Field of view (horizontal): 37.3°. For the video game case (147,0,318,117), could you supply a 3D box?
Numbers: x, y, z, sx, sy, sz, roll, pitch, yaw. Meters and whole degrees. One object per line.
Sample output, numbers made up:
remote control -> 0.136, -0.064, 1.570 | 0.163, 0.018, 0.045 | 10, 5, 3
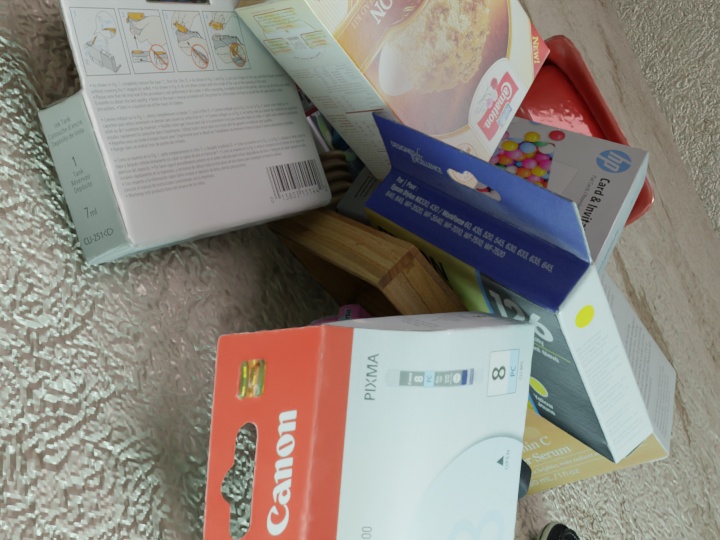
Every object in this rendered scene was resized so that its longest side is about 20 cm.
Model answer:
video game case -> -0.101, -0.151, 0.745 | 0.200, 0.017, 0.143 | -42, 117, -51

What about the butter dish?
butter dish -> 0.149, -0.096, 1.052 | 0.148, 0.200, 0.200 | -23, 84, -41

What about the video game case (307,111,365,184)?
video game case -> 0.010, -0.093, 0.985 | 0.200, 0.023, 0.182 | 60, 24, -3

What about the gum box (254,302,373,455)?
gum box -> 0.020, 0.129, 0.710 | 0.200, 0.066, 0.114 | 50, 27, -22

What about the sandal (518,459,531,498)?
sandal -> 0.069, 0.113, 0.816 | 0.200, 0.076, 0.043 | 53, 43, -42

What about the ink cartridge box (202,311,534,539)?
ink cartridge box -> 0.010, 0.108, 0.576 | 0.200, 0.047, 0.161 | -2, 100, -43

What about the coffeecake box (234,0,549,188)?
coffeecake box -> 0.031, -0.168, 0.751 | 0.200, 0.073, 0.154 | 47, 62, -35

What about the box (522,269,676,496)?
box -> 0.151, 0.075, 0.908 | 0.200, 0.152, 0.106 | 51, 36, -20

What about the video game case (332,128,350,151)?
video game case -> 0.033, -0.207, 0.955 | 0.018, 0.143, 0.200 | 39, 31, -29

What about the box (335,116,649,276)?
box -> 0.103, -0.058, 0.831 | 0.156, 0.199, 0.041 | -56, 156, -35

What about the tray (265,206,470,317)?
tray -> 0.010, 0.008, 0.726 | 0.099, 0.037, 0.200 | 49, -10, -25

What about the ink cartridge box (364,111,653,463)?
ink cartridge box -> 0.084, 0.011, 0.690 | 0.198, 0.047, 0.200 | 33, -21, 50

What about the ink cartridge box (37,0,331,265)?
ink cartridge box -> -0.111, -0.108, 0.664 | 0.200, 0.045, 0.177 | -18, 92, -56

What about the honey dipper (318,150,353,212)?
honey dipper -> 0.000, 0.000, 0.856 | 0.038, 0.038, 0.201 | 10, 58, -60

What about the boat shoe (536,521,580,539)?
boat shoe -> 0.183, 0.288, 0.865 | 0.075, 0.062, 0.200 | 45, 27, -27
